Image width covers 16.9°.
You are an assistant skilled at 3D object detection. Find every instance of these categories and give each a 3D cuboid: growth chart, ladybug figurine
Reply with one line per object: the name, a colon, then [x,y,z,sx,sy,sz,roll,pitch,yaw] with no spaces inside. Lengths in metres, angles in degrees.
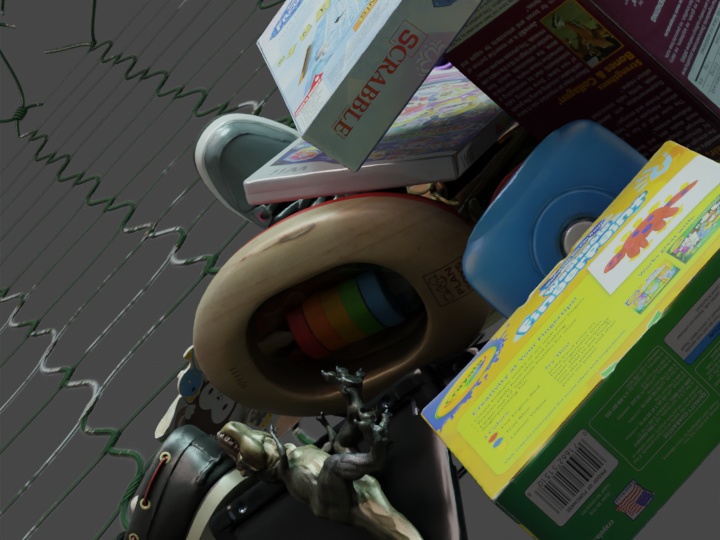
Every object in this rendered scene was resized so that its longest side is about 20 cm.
growth chart: [-0.080,0.084,1.573,0.018,0.144,0.201,32,98,32]
ladybug figurine: [-0.007,0.013,1.455,0.199,0.136,0.072,-21,31,18]

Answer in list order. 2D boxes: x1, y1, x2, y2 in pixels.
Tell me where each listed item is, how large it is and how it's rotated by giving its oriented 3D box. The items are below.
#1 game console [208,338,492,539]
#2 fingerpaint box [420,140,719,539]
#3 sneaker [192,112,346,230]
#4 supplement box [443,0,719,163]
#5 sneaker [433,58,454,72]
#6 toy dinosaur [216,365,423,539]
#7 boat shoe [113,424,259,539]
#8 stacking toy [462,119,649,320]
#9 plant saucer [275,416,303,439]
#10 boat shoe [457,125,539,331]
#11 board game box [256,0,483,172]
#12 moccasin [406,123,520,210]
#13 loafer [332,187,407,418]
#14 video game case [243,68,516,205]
game console: [0.014,0.145,1.424,0.200,0.117,0.175,-37,-12,34]
fingerpaint box: [0.137,0.042,1.220,0.200,0.073,0.167,-48,16,0]
sneaker: [-0.019,-0.029,1.641,0.084,0.200,0.121,-56,30,0]
supplement box: [0.139,-0.132,1.399,0.110,0.200,0.086,-33,23,48]
sneaker: [0.104,-0.161,1.750,0.200,0.089,0.080,-35,6,-13]
toy dinosaur: [-0.007,0.109,1.341,0.200,0.047,0.089,33,119,48]
boat shoe: [-0.127,0.188,1.532,0.074,0.063,0.202,-20,-39,-55]
stacking toy: [0.120,-0.015,1.404,0.116,0.110,0.200,-51,0,-1]
plant saucer: [-0.058,0.064,1.805,0.200,0.034,0.200,-46,15,15]
boat shoe: [0.099,-0.046,1.515,0.201,0.063,0.073,-48,48,9]
board game box: [0.025,-0.172,1.360,0.200,0.041,0.200,-53,20,11]
moccasin: [0.076,-0.063,1.648,0.074,0.078,0.201,-53,15,-17]
loafer: [0.000,0.000,1.550,0.068,0.070,0.202,99,167,-65]
video game case: [0.030,-0.090,1.512,0.142,0.018,0.200,-6,19,26]
